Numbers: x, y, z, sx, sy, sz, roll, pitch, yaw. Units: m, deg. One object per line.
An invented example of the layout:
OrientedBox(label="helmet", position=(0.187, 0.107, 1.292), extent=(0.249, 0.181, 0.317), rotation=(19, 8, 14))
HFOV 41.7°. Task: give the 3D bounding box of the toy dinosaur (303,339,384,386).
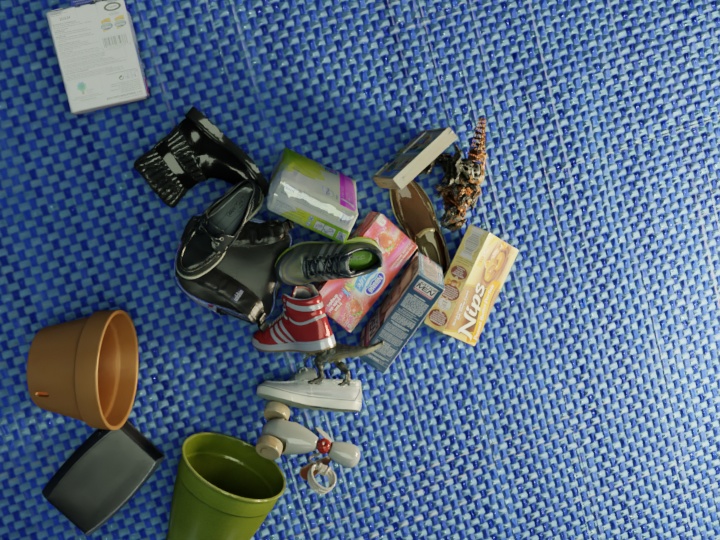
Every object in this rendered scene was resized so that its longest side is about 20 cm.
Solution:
OrientedBox(label="toy dinosaur", position=(-0.052, 0.162, 1.700), extent=(0.196, 0.047, 0.090), rotation=(3, 89, 26))

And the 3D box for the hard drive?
OrientedBox(label="hard drive", position=(-0.465, 0.373, 1.708), extent=(0.200, 0.042, 0.135), rotation=(-45, 102, -3))

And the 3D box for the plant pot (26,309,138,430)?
OrientedBox(label="plant pot", position=(-0.477, 0.169, 1.618), extent=(0.137, 0.200, 0.205), rotation=(0, 97, 6))

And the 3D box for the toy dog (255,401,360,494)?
OrientedBox(label="toy dog", position=(-0.108, 0.328, 1.739), extent=(0.199, 0.097, 0.132), rotation=(37, 54, 9))

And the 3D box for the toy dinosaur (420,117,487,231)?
OrientedBox(label="toy dinosaur", position=(0.183, -0.180, 1.745), extent=(0.134, 0.101, 0.205), rotation=(18, 74, -43))

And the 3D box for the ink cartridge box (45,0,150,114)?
OrientedBox(label="ink cartridge box", position=(-0.447, -0.380, 1.606), extent=(0.134, 0.076, 0.204), rotation=(-14, 100, -9))

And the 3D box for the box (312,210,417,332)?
OrientedBox(label="box", position=(0.000, 0.000, 1.720), extent=(0.094, 0.103, 0.201), rotation=(39, 88, -12))

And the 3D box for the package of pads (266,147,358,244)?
OrientedBox(label="package of pads", position=(-0.084, -0.135, 1.637), extent=(0.152, 0.201, 0.069), rotation=(24, 110, -12))

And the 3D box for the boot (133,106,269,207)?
OrientedBox(label="boot", position=(-0.277, -0.162, 1.659), extent=(0.211, 0.079, 0.158), rotation=(42, 82, -1))

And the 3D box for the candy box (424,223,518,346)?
OrientedBox(label="candy box", position=(0.207, 0.029, 1.757), extent=(0.115, 0.055, 0.203), rotation=(23, 93, -48))

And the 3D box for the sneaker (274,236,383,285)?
OrientedBox(label="sneaker", position=(-0.050, -0.016, 1.606), extent=(0.196, 0.081, 0.076), rotation=(-13, 101, -15))

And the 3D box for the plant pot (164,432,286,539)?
OrientedBox(label="plant pot", position=(-0.260, 0.429, 1.690), extent=(0.197, 0.201, 0.196), rotation=(22, 105, -12))

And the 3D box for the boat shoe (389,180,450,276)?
OrientedBox(label="boat shoe", position=(0.117, -0.081, 1.743), extent=(0.074, 0.075, 0.205), rotation=(-28, 101, -6))

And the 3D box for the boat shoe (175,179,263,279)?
OrientedBox(label="boat shoe", position=(-0.233, -0.073, 1.558), extent=(0.074, 0.066, 0.199), rotation=(43, 76, 8))

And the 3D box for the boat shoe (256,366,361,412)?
OrientedBox(label="boat shoe", position=(-0.093, 0.217, 1.752), extent=(0.196, 0.070, 0.073), rotation=(9, 73, -7))

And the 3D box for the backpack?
OrientedBox(label="backpack", position=(-0.230, -0.013, 1.650), extent=(0.187, 0.154, 0.204), rotation=(19, 77, -15))

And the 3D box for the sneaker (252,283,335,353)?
OrientedBox(label="sneaker", position=(-0.128, 0.083, 1.666), extent=(0.071, 0.198, 0.115), rotation=(-23, 103, -45))

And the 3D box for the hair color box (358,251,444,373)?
OrientedBox(label="hair color box", position=(0.073, 0.076, 1.711), extent=(0.060, 0.100, 0.201), rotation=(30, 111, -12))

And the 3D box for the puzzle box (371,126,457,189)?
OrientedBox(label="puzzle box", position=(0.091, -0.197, 1.662), extent=(0.133, 0.200, 0.026), rotation=(-43, 101, -4))
